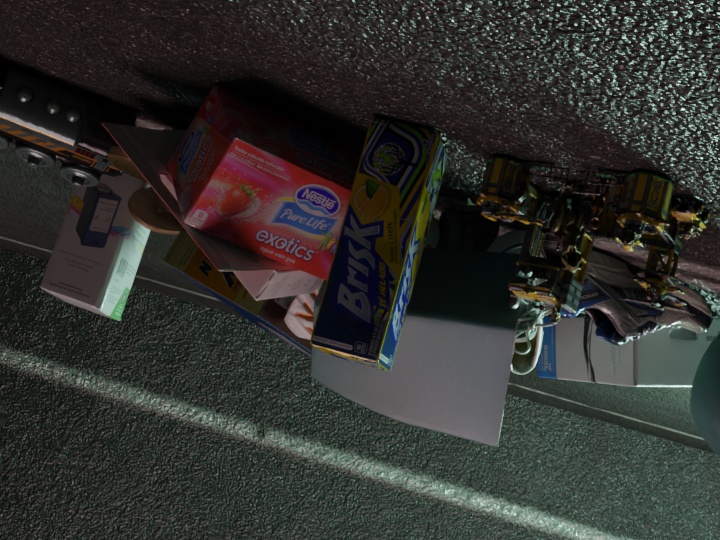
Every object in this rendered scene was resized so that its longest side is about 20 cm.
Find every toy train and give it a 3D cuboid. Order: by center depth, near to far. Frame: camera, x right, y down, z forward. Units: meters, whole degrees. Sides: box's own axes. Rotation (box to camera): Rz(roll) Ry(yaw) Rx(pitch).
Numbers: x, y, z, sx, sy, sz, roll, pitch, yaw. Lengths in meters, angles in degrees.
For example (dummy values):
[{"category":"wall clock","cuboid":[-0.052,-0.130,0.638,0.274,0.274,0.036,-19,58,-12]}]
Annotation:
[{"category":"toy train","cuboid":[-0.334,-0.159,1.177,0.197,0.087,0.114,22,157,-22]}]

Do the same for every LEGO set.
[{"category":"LEGO set","cuboid":[0.187,-0.014,0.939,0.197,0.118,0.154,12,170,26]}]

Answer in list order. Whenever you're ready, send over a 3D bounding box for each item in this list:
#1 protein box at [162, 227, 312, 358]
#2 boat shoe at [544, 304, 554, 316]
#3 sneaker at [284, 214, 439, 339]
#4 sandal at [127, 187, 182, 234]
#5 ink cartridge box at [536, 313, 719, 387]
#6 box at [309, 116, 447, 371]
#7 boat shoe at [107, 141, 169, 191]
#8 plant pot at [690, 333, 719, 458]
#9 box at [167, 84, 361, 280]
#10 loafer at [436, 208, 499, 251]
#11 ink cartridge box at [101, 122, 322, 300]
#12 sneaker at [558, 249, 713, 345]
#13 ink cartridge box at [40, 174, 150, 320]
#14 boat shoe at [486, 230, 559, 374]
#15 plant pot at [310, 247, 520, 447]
[{"category":"protein box","cuboid":[-0.087,0.006,1.309,0.197,0.136,0.200,25,170,44]},{"category":"boat shoe","cuboid":[0.212,0.032,1.331,0.064,0.076,0.202,21,164,0]},{"category":"sneaker","cuboid":[0.000,0.000,1.189,0.079,0.199,0.077,51,-176,-24]},{"category":"sandal","cuboid":[-0.209,-0.097,1.389,0.078,0.070,0.211,49,-159,17]},{"category":"ink cartridge box","cuboid":[0.331,0.097,1.356,0.142,0.086,0.199,2,178,-25]},{"category":"box","cuboid":[0.018,-0.021,0.941,0.063,0.204,0.070,13,171,14]},{"category":"boat shoe","cuboid":[-0.197,-0.118,1.185,0.071,0.067,0.200,16,176,28]},{"category":"plant pot","cuboid":[0.459,0.143,1.187,0.199,0.203,0.160,25,180,-44]},{"category":"box","cuboid":[-0.067,-0.074,1.014,0.198,0.095,0.103,23,-155,-32]},{"category":"loafer","cuboid":[0.105,0.010,1.216,0.062,0.073,0.201,1,142,-9]},{"category":"ink cartridge box","cuboid":[-0.143,-0.057,1.050,0.201,0.045,0.175,49,-153,22]},{"category":"sneaker","cuboid":[0.296,0.045,1.204,0.197,0.087,0.077,18,171,-15]},{"category":"ink cartridge box","cuboid":[-0.331,-0.049,1.430,0.086,0.203,0.145,19,172,1]},{"category":"boat shoe","cuboid":[0.174,0.049,1.188,0.073,0.087,0.204,-10,141,-5]},{"category":"plant pot","cuboid":[0.055,0.062,1.094,0.196,0.144,0.142,9,-150,7]}]
